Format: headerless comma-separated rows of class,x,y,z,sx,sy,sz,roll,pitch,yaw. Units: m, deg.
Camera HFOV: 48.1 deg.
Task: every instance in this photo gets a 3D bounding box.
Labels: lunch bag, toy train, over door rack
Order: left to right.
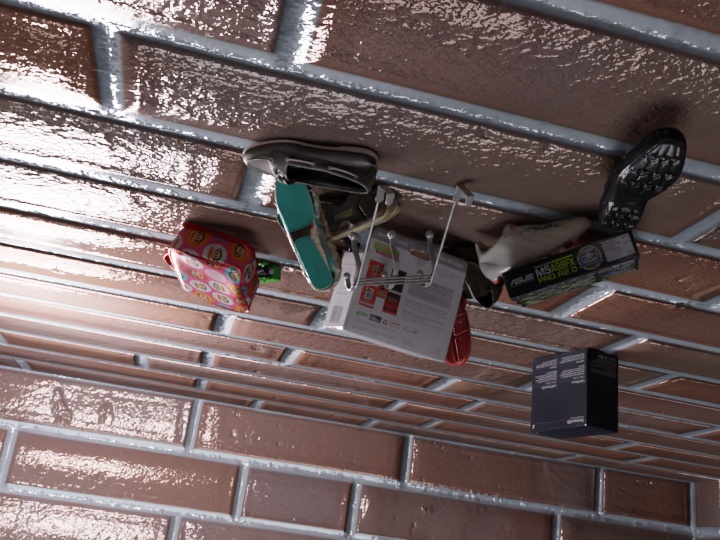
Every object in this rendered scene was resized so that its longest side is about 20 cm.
lunch bag,-0.283,-0.004,1.515,0.175,0.082,0.200,17,153,5
toy train,-0.244,0.014,1.653,0.199,0.042,0.056,-8,166,36
over door rack,0.065,-0.056,1.209,0.146,0.067,0.201,-3,136,-26

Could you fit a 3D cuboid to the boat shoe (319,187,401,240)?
boat shoe,-0.024,-0.080,1.282,0.199,0.072,0.076,-7,171,38

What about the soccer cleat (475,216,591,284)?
soccer cleat,0.265,-0.047,1.267,0.199,0.078,0.069,-28,178,37

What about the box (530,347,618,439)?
box,0.512,0.300,1.937,0.103,0.184,0.200,17,159,-25

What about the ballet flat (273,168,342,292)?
ballet flat,-0.079,-0.065,1.227,0.075,0.202,0.064,-13,-169,19

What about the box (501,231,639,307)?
box,0.329,0.001,1.254,0.198,0.045,0.160,-20,168,16

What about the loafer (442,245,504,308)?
loafer,0.205,0.014,1.436,0.072,0.072,0.200,-7,155,35

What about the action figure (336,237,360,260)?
action figure,0.000,0.000,1.411,0.101,0.120,0.200,13,160,40

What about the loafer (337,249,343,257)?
loafer,-0.022,0.014,1.524,0.070,0.069,0.200,-19,152,37

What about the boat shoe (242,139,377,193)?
boat shoe,-0.075,-0.143,1.134,0.198,0.058,0.067,4,160,10

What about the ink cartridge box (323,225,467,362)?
ink cartridge box,0.063,0.040,1.336,0.199,0.177,0.084,20,171,-26

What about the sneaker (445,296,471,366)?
sneaker,0.177,0.084,1.475,0.078,0.202,0.115,-21,155,26

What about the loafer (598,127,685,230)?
loafer,0.344,-0.121,1.002,0.067,0.071,0.201,8,156,1
